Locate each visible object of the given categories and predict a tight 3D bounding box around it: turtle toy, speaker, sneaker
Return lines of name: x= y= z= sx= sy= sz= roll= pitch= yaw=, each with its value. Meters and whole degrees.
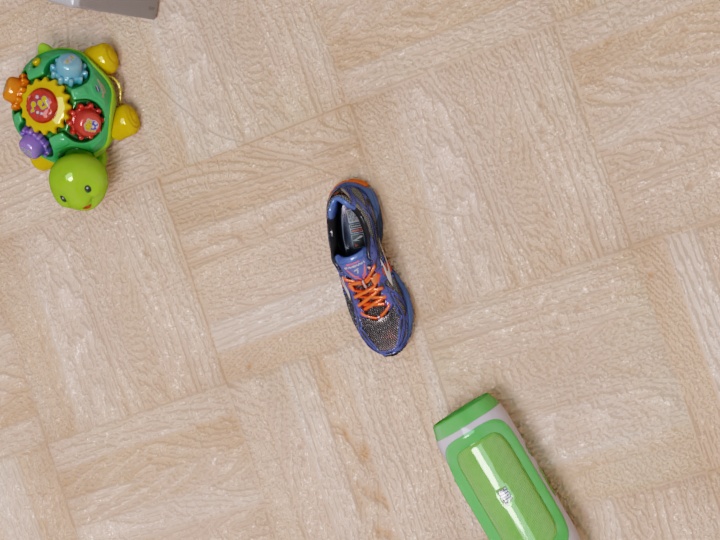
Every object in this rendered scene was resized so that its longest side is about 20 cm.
turtle toy: x=-0.337 y=-0.166 z=1.612 sx=0.144 sy=0.101 sz=0.202 roll=-20 pitch=89 yaw=17
speaker: x=0.159 y=0.237 z=1.514 sx=0.088 sy=0.088 sz=0.201 roll=-32 pitch=86 yaw=16
sneaker: x=0.000 y=0.000 z=1.542 sx=0.075 sy=0.078 sz=0.202 roll=-20 pitch=89 yaw=17

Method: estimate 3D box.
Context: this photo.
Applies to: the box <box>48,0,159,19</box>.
box: x=-0.314 y=-0.396 z=1.535 sx=0.170 sy=0.200 sz=0.201 roll=19 pitch=101 yaw=15
